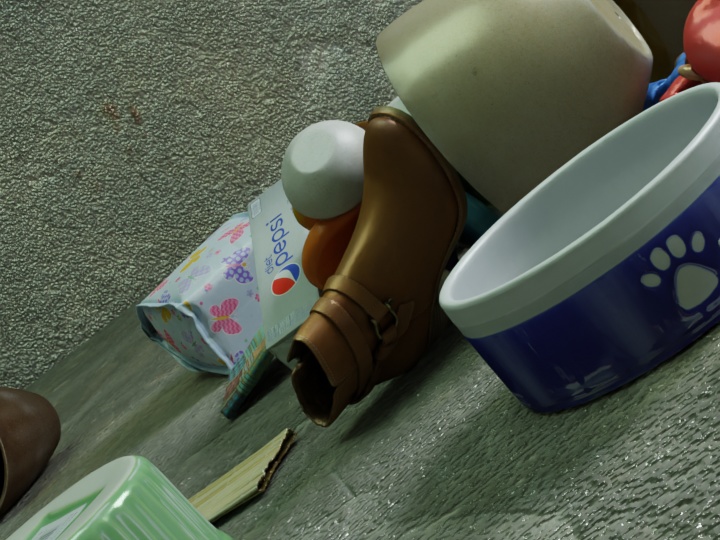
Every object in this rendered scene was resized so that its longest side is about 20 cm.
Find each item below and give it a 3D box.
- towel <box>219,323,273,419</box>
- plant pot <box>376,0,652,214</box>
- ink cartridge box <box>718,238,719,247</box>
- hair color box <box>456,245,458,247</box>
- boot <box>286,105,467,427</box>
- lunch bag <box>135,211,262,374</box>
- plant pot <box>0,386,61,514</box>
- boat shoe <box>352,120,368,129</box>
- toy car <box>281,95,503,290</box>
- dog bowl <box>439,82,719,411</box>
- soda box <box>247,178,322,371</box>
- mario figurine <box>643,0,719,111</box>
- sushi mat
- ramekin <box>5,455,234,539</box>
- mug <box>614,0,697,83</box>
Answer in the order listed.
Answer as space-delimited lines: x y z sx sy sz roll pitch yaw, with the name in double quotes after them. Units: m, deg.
-0.074 0.042 1.505 0.200 0.022 0.147 -56 6 7 "towel"
0.128 -0.141 1.116 0.134 0.200 0.200 -43 7 20 "plant pot"
0.267 -0.050 0.673 0.200 0.044 0.174 -38 9 2 "ink cartridge box"
0.093 -0.121 1.402 0.200 0.060 0.100 -54 45 4 "hair color box"
0.000 0.000 1.092 0.077 0.200 0.155 26 51 33 "boot"
-0.150 0.025 1.765 0.170 0.127 0.200 -44 20 -21 "lunch bag"
-0.476 0.223 1.999 0.187 0.187 0.200 -35 -5 22 "plant pot"
-0.048 -0.178 2.558 0.200 0.070 0.070 -38 13 7 "boat shoe"
0.040 -0.039 1.244 0.199 0.175 0.150 -17 58 21 "toy car"
0.145 -0.014 0.874 0.200 0.079 0.200 -38 9 7 "dog bowl"
-0.047 0.004 1.357 0.063 0.068 0.200 -36 37 19 "soda box"
0.255 -0.121 1.076 0.200 0.106 0.124 119 166 -86 "mario figurine"
-0.136 0.192 1.201 0.200 0.012 0.096 -35 10 23 "sushi mat"
-0.180 0.210 0.998 0.200 0.098 0.200 -38 9 7 "ramekin"
0.231 -0.206 1.282 0.186 0.150 0.153 0 18 25 "mug"
